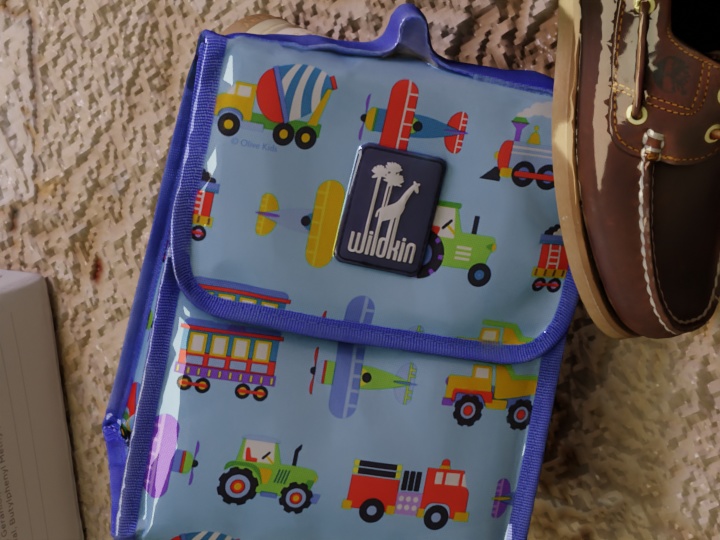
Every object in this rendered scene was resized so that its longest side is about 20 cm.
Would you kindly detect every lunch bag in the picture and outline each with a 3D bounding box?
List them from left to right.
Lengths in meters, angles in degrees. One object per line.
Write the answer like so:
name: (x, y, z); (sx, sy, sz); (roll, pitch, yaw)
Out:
lunch bag: (0.000, 0.000, 0.904); (0.150, 0.094, 0.201); (9, 112, -12)

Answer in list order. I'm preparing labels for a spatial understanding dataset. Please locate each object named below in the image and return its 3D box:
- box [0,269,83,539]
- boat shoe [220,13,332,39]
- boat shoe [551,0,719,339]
box: (-0.243, 0.101, 1.149); (0.198, 0.131, 0.201); (8, 112, 37)
boat shoe: (-0.032, 0.005, 0.978); (0.064, 0.071, 0.201); (21, 118, 33)
boat shoe: (0.103, -0.072, 0.837); (0.070, 0.070, 0.201); (4, 108, 34)
